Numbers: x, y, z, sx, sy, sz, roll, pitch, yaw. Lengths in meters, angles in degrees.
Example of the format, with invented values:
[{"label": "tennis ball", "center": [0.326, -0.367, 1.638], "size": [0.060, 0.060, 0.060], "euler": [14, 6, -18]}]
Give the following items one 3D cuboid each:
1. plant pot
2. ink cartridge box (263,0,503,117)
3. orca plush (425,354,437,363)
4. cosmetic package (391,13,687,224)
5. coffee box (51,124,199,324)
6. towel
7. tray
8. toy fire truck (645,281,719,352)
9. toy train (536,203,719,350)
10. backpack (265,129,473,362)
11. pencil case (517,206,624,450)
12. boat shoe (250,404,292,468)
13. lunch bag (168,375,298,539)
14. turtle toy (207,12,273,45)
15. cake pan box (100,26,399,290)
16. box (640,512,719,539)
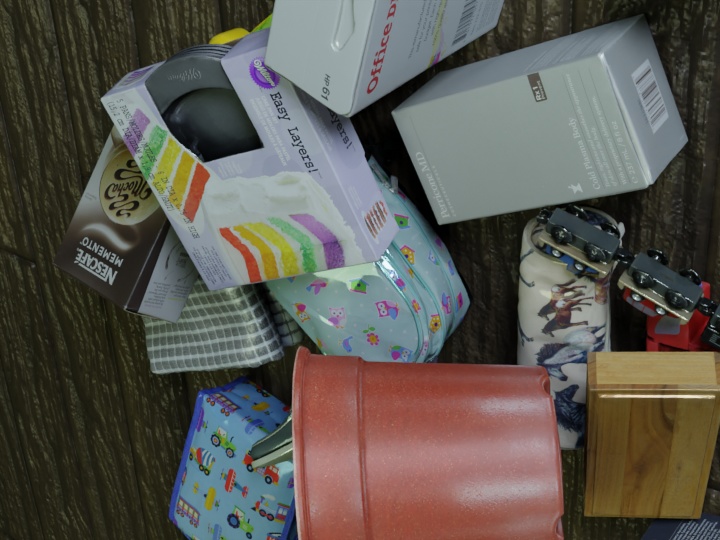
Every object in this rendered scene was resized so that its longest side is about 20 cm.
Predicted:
[{"label": "plant pot", "center": [0.054, 0.154, 0.973], "size": [0.192, 0.202, 0.204], "euler": [-4, 120, 2]}, {"label": "ink cartridge box", "center": [0.031, -0.217, 0.884], "size": [0.084, 0.200, 0.146], "euler": [32, 133, 19]}, {"label": "orca plush", "center": [0.076, 0.132, 1.130], "size": [0.071, 0.199, 0.106], "euler": [26, 89, 46]}, {"label": "cosmetic package", "center": [0.132, -0.109, 0.951], "size": [0.198, 0.090, 0.108], "euler": [-13, 111, 41]}, {"label": "coffee box", "center": [-0.190, -0.068, 1.179], "size": [0.112, 0.080, 0.203], "euler": [25, 92, 32]}, {"label": "towel", "center": [-0.164, 0.020, 1.294], "size": [0.198, 0.085, 0.168], "euler": [-10, 109, 44]}, {"label": "tray", "center": [0.225, 0.134, 0.985], "size": [0.097, 0.037, 0.201], "euler": [-1, 142, 8]}, {"label": "toy fire truck", "center": [0.302, 0.027, 0.916], "size": [0.198, 0.049, 0.143], "euler": [16, 125, 35]}, {"label": "toy train", "center": [0.214, 0.011, 0.913], "size": [0.198, 0.034, 0.046], "euler": [31, 151, 14]}, {"label": "backpack", "center": [0.000, 0.000, 1.108], "size": [0.201, 0.126, 0.166], "euler": [52, 134, -3]}, {"label": "pencil case", "center": [0.172, 0.048, 1.024], "size": [0.088, 0.078, 0.203], "euler": [7, 122, 18]}, {"label": "boat shoe", "center": [-0.031, 0.127, 1.221], "size": [0.199, 0.073, 0.062], "euler": [-33, 75, 18]}, {"label": "lunch bag", "center": [-0.126, 0.243, 1.348], "size": [0.149, 0.094, 0.202], "euler": [31, 109, 22]}, {"label": "turtle toy", "center": [-0.057, -0.156, 1.036], "size": [0.102, 0.145, 0.200], "euler": [54, 137, 6]}, {"label": "cake pan box", "center": [-0.088, -0.087, 0.992], "size": [0.182, 0.052, 0.202], "euler": [-9, 120, 32]}, {"label": "box", "center": [0.327, 0.319, 1.044], "size": [0.180, 0.104, 0.203], "euler": [4, 119, 38]}]
